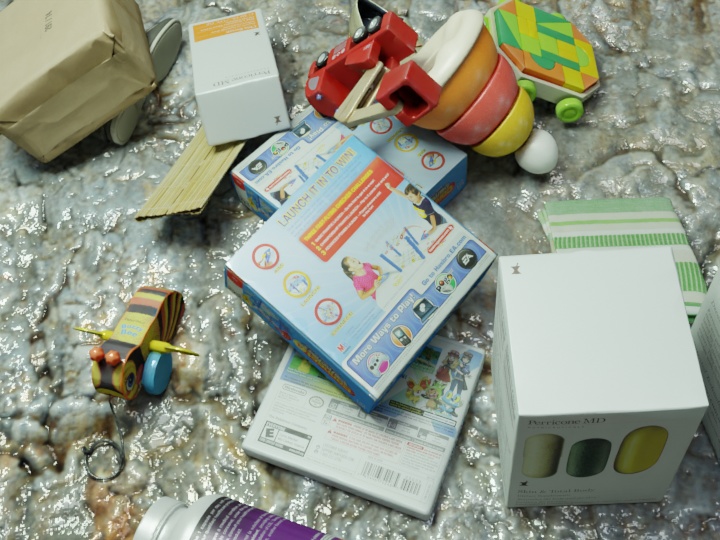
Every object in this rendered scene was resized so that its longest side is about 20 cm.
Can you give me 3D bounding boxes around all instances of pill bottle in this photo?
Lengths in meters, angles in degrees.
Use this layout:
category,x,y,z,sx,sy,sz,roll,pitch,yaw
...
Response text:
category,x,y,z,sx,sy,sz,roll,pitch,yaw
pill bottle,-0.095,0.264,0.802,0.197,0.113,0.114,16,59,15

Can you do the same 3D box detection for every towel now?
category,x,y,z,sx,sy,sz,roll,pitch,yaw
towel,0.271,-0.013,0.971,0.150,0.024,0.201,-2,37,3

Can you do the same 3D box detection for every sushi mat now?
category,x,y,z,sx,sy,sz,roll,pitch,yaw
sushi mat,-0.183,-0.124,1.085,0.094,0.012,0.201,-4,40,26

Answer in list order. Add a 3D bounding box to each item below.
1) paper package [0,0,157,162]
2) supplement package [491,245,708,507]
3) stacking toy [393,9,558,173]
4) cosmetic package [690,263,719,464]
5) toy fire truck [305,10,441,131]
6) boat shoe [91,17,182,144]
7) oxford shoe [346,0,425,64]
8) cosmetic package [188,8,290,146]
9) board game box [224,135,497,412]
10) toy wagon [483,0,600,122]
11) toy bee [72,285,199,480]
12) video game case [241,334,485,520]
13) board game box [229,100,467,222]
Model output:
category,x,y,z,sx,sy,sz,roll,pitch,yaw
paper package,-0.358,-0.262,1.134,0.189,0.104,0.202,-31,49,10
supplement package,0.199,0.101,0.828,0.149,0.201,0.153,-3,56,4
stacking toy,0.143,-0.177,1.049,0.199,0.146,0.147,39,60,-17
cosmetic package,0.403,0.087,0.819,0.164,0.201,0.168,-10,56,-3
toy fire truck,0.007,-0.201,1.008,0.199,0.048,0.143,-21,46,44
boat shoe,-0.291,-0.251,1.189,0.056,0.067,0.202,16,63,10
oxford shoe,0.054,-0.265,1.159,0.199,0.074,0.071,39,65,23
cosmetic package,-0.150,-0.239,1.132,0.100,0.072,0.201,-14,39,-4
board game box,0.000,0.000,0.935,0.195,0.056,0.200,40,68,9
toy wagon,0.198,-0.265,1.120,0.197,0.040,0.157,14,54,-22
toy bee,-0.227,0.089,0.935,0.129,0.109,0.203,-7,56,-2
video game case,0.006,0.131,0.936,0.197,0.022,0.184,16,60,16
board game box,-0.012,-0.106,1.073,0.195,0.056,0.200,38,67,25
